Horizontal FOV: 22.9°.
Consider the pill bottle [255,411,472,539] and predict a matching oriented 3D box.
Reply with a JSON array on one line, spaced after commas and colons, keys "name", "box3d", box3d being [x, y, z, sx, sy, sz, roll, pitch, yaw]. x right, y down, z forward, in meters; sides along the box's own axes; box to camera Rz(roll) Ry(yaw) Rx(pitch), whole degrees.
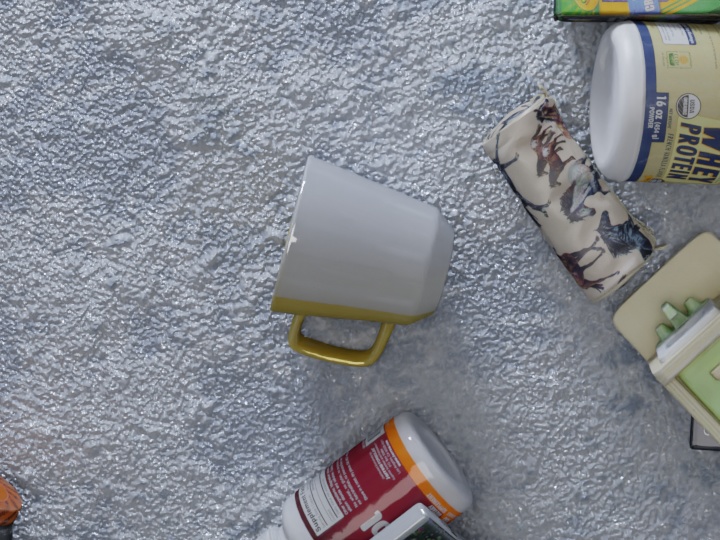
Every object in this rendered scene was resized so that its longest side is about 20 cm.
[{"name": "pill bottle", "box3d": [-0.001, 0.236, 1.700, 0.200, 0.113, 0.113, -38, 90, 9]}]

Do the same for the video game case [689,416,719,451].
[{"name": "video game case", "box3d": [0.418, 0.105, 1.686, 0.199, 0.019, 0.144, 3, 95, 7]}]

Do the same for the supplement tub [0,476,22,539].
[{"name": "supplement tub", "box3d": [-0.424, 0.290, 1.750, 0.122, 0.123, 0.200, 34, 98, 3]}]

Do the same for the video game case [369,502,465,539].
[{"name": "video game case", "box3d": [0.027, 0.322, 1.692, 0.200, 0.023, 0.182, -38, 134, 9]}]

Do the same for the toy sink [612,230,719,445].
[{"name": "toy sink", "box3d": [0.342, 0.078, 1.628, 0.130, 0.112, 0.200, -43, 89, 8]}]

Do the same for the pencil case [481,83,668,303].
[{"name": "pencil case", "box3d": [0.197, -0.074, 1.667, 0.089, 0.078, 0.200, -36, 90, -4]}]

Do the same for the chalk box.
[{"name": "chalk box", "box3d": [0.233, -0.290, 1.620, 0.199, 0.124, 0.125, 2, 96, 5]}]

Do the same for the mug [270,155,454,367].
[{"name": "mug", "box3d": [0.002, -0.010, 1.684, 0.152, 0.187, 0.150, 14, 64, -3]}]

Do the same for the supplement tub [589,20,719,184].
[{"name": "supplement tub", "box3d": [0.317, -0.150, 1.604, 0.199, 0.144, 0.145, 1, 95, -5]}]
